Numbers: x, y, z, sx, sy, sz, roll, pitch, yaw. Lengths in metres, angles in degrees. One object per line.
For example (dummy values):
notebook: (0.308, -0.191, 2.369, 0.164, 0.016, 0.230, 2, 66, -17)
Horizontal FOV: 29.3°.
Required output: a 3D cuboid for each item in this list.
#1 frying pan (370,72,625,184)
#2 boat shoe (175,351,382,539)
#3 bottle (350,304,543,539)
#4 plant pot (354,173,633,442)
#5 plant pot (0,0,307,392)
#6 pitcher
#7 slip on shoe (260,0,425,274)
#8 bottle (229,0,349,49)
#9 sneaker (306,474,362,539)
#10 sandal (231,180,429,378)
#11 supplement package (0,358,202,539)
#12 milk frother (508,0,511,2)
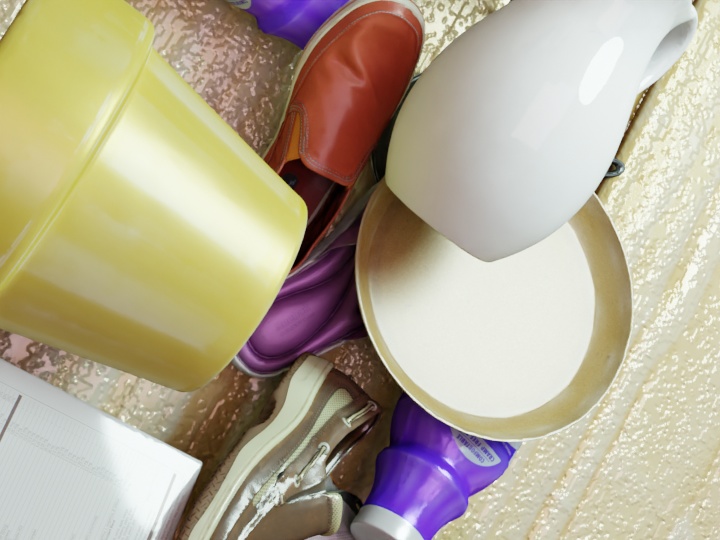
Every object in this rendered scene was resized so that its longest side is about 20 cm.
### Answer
frying pan: (0.094, -0.064, 0.949, 0.190, 0.031, 0.115, 27, 84, -19)
boat shoe: (-0.044, 0.130, 0.803, 0.075, 0.075, 0.202, 29, 48, 5)
bottle: (0.064, 0.100, 0.893, 0.084, 0.065, 0.200, 46, 59, -15)
plant pot: (0.083, 0.010, 0.873, 0.200, 0.027, 0.201, 6, 74, -24)
plant pot: (-0.140, -0.036, 0.751, 0.189, 0.201, 0.201, 32, 80, -17)
pitcher: (0.118, -0.101, 0.818, 0.200, 0.121, 0.171, -52, 149, 10)
slip on shoe: (-0.019, -0.078, 0.840, 0.074, 0.061, 0.200, 24, 109, -30)
bottle: (-0.073, -0.203, 0.834, 0.200, 0.083, 0.065, 41, 79, -27)
sneaker: (-0.011, 0.181, 0.889, 0.200, 0.074, 0.079, 34, 74, -20)
sandal: (0.004, 0.006, 0.888, 0.203, 0.050, 0.083, -38, 108, -7)
supplement package: (-0.211, 0.119, 0.765, 0.200, 0.109, 0.114, 31, 61, -19)
milk frother: (0.081, -0.198, 0.856, 0.188, 0.180, 0.201, -6, 88, -25)
